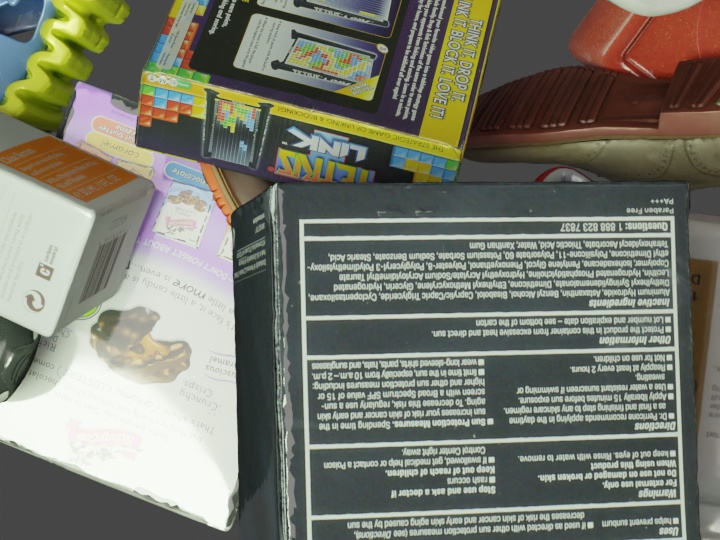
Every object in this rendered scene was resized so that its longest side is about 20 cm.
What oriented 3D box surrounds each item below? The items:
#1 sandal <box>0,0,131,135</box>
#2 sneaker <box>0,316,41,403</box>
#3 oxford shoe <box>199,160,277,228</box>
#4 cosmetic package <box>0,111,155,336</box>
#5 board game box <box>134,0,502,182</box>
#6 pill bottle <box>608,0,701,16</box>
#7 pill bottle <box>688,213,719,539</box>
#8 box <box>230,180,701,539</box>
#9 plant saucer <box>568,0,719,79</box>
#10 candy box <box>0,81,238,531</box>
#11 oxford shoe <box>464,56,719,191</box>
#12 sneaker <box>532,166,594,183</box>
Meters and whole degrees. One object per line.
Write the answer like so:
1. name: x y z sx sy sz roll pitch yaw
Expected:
1. sandal: -0.196 -0.123 1.137 0.087 0.079 0.200 28 83 13
2. sneaker: -0.247 0.012 1.078 0.200 0.085 0.075 28 94 41
3. oxford shoe: 0.000 0.000 1.052 0.073 0.071 0.200 -45 89 4
4. cosmetic package: -0.218 -0.047 1.042 0.200 0.101 0.071 24 105 6
5. board game box: -0.014 -0.125 1.079 0.165 0.057 0.200 15 44 1
6. pill bottle: 0.108 -0.218 1.068 0.113 0.113 0.200 -49 44 -1
7. pill bottle: 0.199 0.074 1.093 0.114 0.114 0.201 6 94 1
8. box: 0.045 0.063 0.952 0.199 0.123 0.199 0 85 -13
9. plant saucer: 0.236 -0.128 1.089 0.199 0.037 0.200 37 123 2
10. candy box: -0.111 0.021 1.126 0.167 0.072 0.200 22 88 2
11. oxford shoe: 0.138 -0.066 1.106 0.200 0.070 0.075 1 129 33
12. sneaker: 0.115 0.039 1.060 0.071 0.113 0.200 1 53 -26
